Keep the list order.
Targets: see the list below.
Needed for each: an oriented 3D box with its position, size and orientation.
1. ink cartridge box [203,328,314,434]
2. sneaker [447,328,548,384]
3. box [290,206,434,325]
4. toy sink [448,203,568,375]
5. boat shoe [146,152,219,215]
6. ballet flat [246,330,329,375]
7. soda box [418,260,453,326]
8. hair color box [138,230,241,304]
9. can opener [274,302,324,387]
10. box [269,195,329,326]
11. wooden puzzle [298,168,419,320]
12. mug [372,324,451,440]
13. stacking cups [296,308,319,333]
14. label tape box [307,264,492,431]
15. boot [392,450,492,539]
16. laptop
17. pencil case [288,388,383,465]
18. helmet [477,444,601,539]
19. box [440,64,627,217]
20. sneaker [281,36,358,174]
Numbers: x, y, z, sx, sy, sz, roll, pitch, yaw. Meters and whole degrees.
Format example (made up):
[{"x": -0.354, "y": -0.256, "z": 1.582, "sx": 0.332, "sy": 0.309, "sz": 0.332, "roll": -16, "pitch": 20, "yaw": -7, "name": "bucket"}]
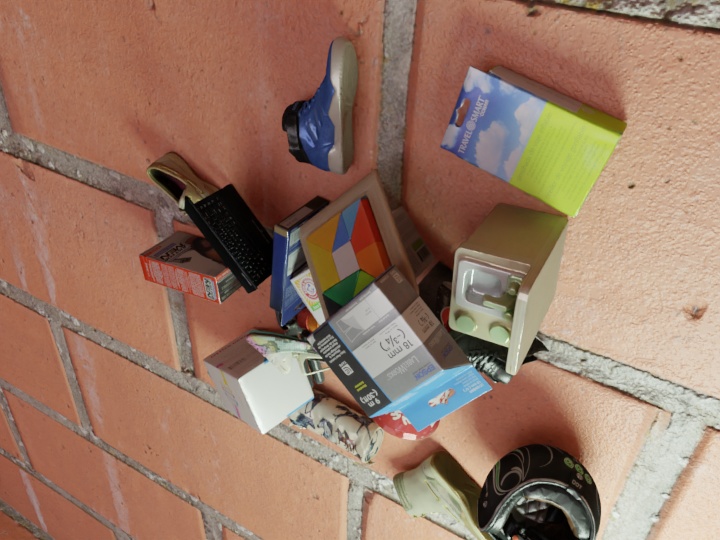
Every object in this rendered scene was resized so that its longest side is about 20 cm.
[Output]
[{"x": -0.209, "y": 0.210, "z": 1.205, "sx": 0.199, "sy": 0.128, "sz": 0.127, "roll": 9, "pitch": 124, "yaw": 55, "name": "ink cartridge box"}, {"x": 0.184, "y": 0.122, "z": 0.882, "sx": 0.104, "sy": 0.199, "sz": 0.060, "roll": 49, "pitch": 133, "yaw": 19, "name": "sneaker"}, {"x": 0.000, "y": 0.000, "z": 0.972, "sx": 0.199, "sy": 0.112, "sz": 0.102, "roll": -29, "pitch": 98, "yaw": 42, "name": "box"}, {"x": 0.187, "y": 0.017, "z": 0.798, "sx": 0.111, "sy": 0.200, "sz": 0.132, "roll": 16, "pitch": 127, "yaw": 25, "name": "toy sink"}, {"x": -0.315, "y": -0.135, "z": 1.132, "sx": 0.199, "sy": 0.066, "sz": 0.074, "roll": 39, "pitch": 132, "yaw": 8, "name": "boat shoe"}, {"x": -0.110, "y": 0.153, "z": 1.101, "sx": 0.069, "sy": 0.197, "sz": 0.072, "roll": -27, "pitch": 58, "yaw": 60, "name": "ballet flat"}, {"x": 0.092, "y": 0.067, "z": 0.891, "sx": 0.070, "sy": 0.200, "sz": 0.064, "roll": 35, "pitch": 129, "yaw": 10, "name": "soda box"}, {"x": -0.318, "y": -0.010, "z": 1.183, "sx": 0.198, "sy": 0.111, "sz": 0.065, "roll": 15, "pitch": 126, "yaw": 25, "name": "hair color box"}, {"x": -0.122, "y": 0.135, "z": 1.193, "sx": 0.067, "sy": 0.053, "sz": 0.202, "roll": 33, "pitch": 141, "yaw": 57, "name": "can opener"}, {"x": -0.105, "y": -0.013, "z": 1.029, "sx": 0.032, "sy": 0.121, "sz": 0.202, "roll": 23, "pitch": 128, "yaw": 20, "name": "box"}, {"x": -0.015, "y": -0.015, "z": 0.860, "sx": 0.184, "sy": 0.037, "sz": 0.203, "roll": -31, "pitch": 67, "yaw": 41, "name": "wooden puzzle"}, {"x": 0.081, "y": 0.153, "z": 1.005, "sx": 0.176, "sy": 0.133, "sz": 0.202, "roll": 28, "pitch": 127, "yaw": 14, "name": "mug"}, {"x": -0.047, "y": 0.096, "z": 1.072, "sx": 0.199, "sy": 0.060, "sz": 0.061, "roll": 9, "pitch": 124, "yaw": 49, "name": "stacking cups"}, {"x": 0.047, "y": 0.117, "z": 0.775, "sx": 0.201, "sy": 0.063, "sz": 0.144, "roll": 51, "pitch": 125, "yaw": 1, "name": "label tape box"}, {"x": 0.165, "y": 0.456, "z": 1.174, "sx": 0.201, "sy": 0.072, "sz": 0.155, "roll": 51, "pitch": 132, "yaw": 4, "name": "boot"}, {"x": -0.198, "y": -0.064, "z": 1.013, "sx": 0.103, "sy": 0.200, "sz": 0.178, "roll": -31, "pitch": 98, "yaw": 37, "name": "laptop"}, {"x": -0.049, "y": 0.312, "z": 1.222, "sx": 0.198, "sy": 0.078, "sz": 0.091, "roll": 24, "pitch": 110, "yaw": 20, "name": "pencil case"}, {"x": 0.282, "y": 0.378, "z": 0.967, "sx": 0.197, "sy": 0.191, "sz": 0.203, "roll": 0, "pitch": 89, "yaw": 12, "name": "helmet"}, {"x": 0.212, "y": -0.168, "z": 0.767, "sx": 0.199, "sy": 0.048, "sz": 0.123, "roll": 31, "pitch": 130, "yaw": 15, "name": "box"}, {"x": -0.066, "y": -0.243, "z": 0.889, "sx": 0.110, "sy": 0.077, "sz": 0.202, "roll": 15, "pitch": 132, "yaw": 14, "name": "sneaker"}]
